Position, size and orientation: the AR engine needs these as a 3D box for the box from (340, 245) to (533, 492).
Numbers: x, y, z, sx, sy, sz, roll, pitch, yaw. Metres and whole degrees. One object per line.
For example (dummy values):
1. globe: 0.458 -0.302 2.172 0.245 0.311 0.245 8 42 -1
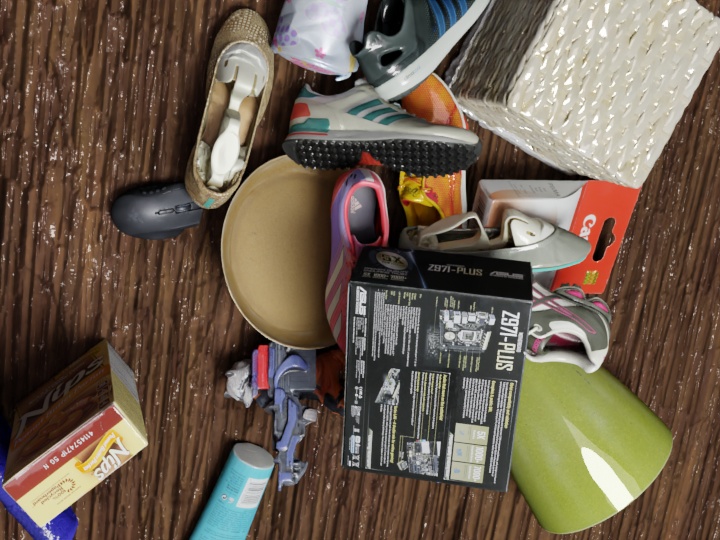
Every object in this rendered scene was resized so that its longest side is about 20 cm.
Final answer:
1. box: 0.070 0.090 0.807 0.161 0.086 0.202 6 114 8

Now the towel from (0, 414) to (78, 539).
1. towel: -0.353 0.178 0.842 0.049 0.147 0.201 -40 111 -21

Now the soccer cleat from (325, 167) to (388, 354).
1. soccer cleat: 0.000 0.000 0.856 0.066 0.076 0.203 -2 99 -9

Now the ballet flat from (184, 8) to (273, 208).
1. ballet flat: -0.122 -0.158 0.842 0.070 0.065 0.203 11 93 -21

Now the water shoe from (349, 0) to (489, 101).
1. water shoe: 0.064 -0.256 0.844 0.079 0.071 0.201 47 58 -23

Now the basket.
1. basket: 0.225 -0.214 0.890 0.197 0.161 0.202 26 98 -21

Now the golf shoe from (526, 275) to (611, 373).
1. golf shoe: 0.167 0.044 0.903 0.197 0.088 0.078 15 126 4

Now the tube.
1. tube: -0.157 0.295 0.979 0.077 0.050 0.202 21 103 -15

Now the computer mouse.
1. computer mouse: -0.156 -0.068 0.888 0.197 0.034 0.059 -10 106 -14

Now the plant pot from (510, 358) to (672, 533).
1. plant pot: 0.221 0.158 0.990 0.186 0.187 0.201 -38 95 -3

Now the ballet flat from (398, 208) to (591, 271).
1. ballet flat: 0.135 -0.030 0.872 0.197 0.068 0.064 -7 118 3

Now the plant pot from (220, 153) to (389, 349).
1. plant pot: -0.058 -0.020 0.897 0.198 0.027 0.203 1 89 -33

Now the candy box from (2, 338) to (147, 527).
1. candy box: -0.270 0.145 0.819 0.115 0.200 0.056 -37 111 -8

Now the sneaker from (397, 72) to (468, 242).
1. sneaker: 0.073 -0.110 0.909 0.077 0.072 0.203 -28 113 -48

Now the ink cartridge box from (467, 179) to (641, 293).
1. ink cartridge box: 0.213 -0.021 0.967 0.197 0.050 0.164 0 126 -12

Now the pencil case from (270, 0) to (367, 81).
1. pencil case: -0.022 -0.293 0.840 0.090 0.083 0.202 13 101 -23

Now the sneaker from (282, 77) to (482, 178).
1. sneaker: 0.023 -0.151 0.858 0.197 0.070 0.095 3 68 9

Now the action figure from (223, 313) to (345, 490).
1. action figure: -0.056 0.145 0.930 0.191 0.105 0.202 12 64 -12
